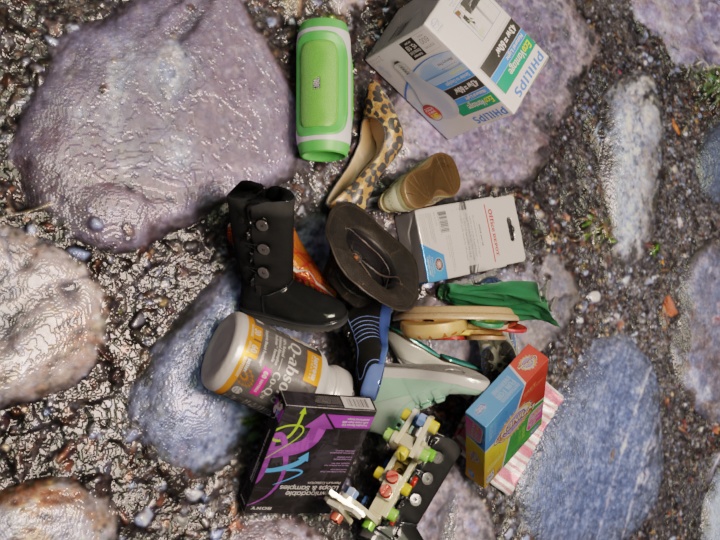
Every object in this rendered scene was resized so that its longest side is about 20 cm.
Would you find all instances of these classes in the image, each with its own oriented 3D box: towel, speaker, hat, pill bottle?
[{"bbox_3d":[0.244,0.247,1.639,0.146,0.030,0.201,42,67,-18],"label":"towel"},{"bbox_3d":[-0.056,-0.272,1.501,0.087,0.088,0.204,3,82,-28],"label":"speaker"},{"bbox_3d":[0.000,0.000,1.454,0.199,0.081,0.202,34,30,-23],"label":"hat"},{"bbox_3d":[-0.116,0.148,1.400,0.198,0.116,0.118,27,72,-23],"label":"pill bottle"}]

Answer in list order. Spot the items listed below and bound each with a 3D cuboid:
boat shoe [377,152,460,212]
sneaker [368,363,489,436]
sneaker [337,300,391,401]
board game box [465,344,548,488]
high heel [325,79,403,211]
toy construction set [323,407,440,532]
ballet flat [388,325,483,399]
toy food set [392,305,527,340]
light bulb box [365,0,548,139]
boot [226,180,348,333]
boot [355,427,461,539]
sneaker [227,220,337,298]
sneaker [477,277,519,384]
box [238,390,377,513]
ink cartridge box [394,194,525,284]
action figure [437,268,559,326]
[{"bbox_3d":[0.096,-0.136,1.560,0.199,0.062,0.074,-24,96,-56],"label":"boat shoe"},{"bbox_3d":[0.096,0.204,1.490,0.197,0.074,0.121,1,93,16],"label":"sneaker"},{"bbox_3d":[0.002,0.106,1.462,0.077,0.071,0.202,10,41,-1],"label":"sneaker"},{"bbox_3d":[0.222,0.227,1.523,0.040,0.201,0.153,34,64,28],"label":"board game box"},{"bbox_3d":[-0.003,-0.186,1.524,0.141,0.071,0.204,-14,100,-36],"label":"high heel"},{"bbox_3d":[0.038,0.295,1.410,0.092,0.132,0.200,41,73,18],"label":"toy construction set"},{"bbox_3d":[0.111,0.152,1.561,0.198,0.069,0.070,26,72,-25],"label":"ballet flat"},{"bbox_3d":[0.145,0.080,1.484,0.194,0.200,0.050,1,85,-9],"label":"toy food set"},{"bbox_3d":[0.148,-0.332,1.557,0.199,0.198,0.126,40,69,-18],"label":"light bulb box"},{"bbox_3d":[-0.098,-0.019,1.371,0.162,0.066,0.203,4,118,7],"label":"boot"},{"bbox_3d":[0.100,0.354,1.523,0.164,0.065,0.202,39,63,-21],"label":"boot"},{"bbox_3d":[-0.103,-0.026,1.455,0.200,0.073,0.078,43,58,-21],"label":"sneaker"},{"bbox_3d":[0.220,0.110,1.616,0.085,0.076,0.203,52,30,-56],"label":"sneaker"},{"bbox_3d":[-0.075,0.259,1.390,0.141,0.036,0.202,7,122,-27],"label":"box"},{"bbox_3d":[0.163,-0.050,1.606,0.197,0.068,0.118,-11,89,-29],"label":"ink cartridge box"},{"bbox_3d":[0.207,0.039,1.557,0.119,0.197,0.055,59,46,-42],"label":"action figure"}]
